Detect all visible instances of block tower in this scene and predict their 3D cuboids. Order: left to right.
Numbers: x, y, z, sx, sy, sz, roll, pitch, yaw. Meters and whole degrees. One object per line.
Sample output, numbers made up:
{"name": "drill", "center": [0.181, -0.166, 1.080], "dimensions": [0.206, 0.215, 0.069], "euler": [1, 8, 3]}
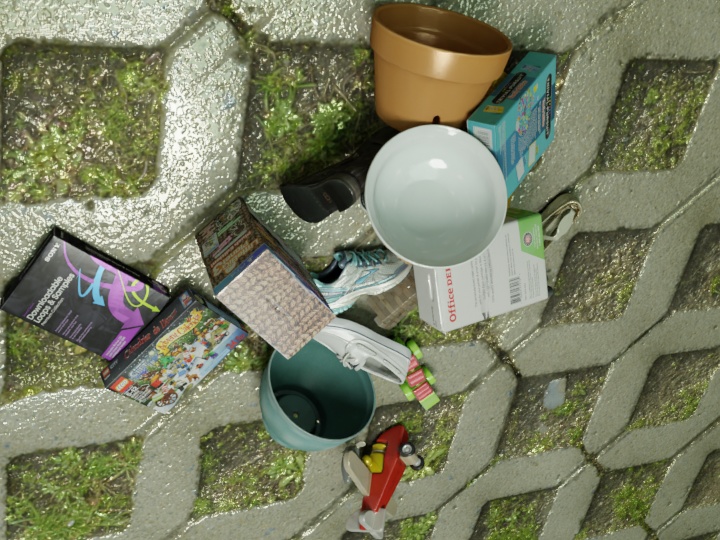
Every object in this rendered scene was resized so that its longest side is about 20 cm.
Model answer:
{"name": "block tower", "center": [0.099, 0.017, 1.239], "dimensions": [0.200, 0.058, 0.054], "euler": [-43, 154, 9]}

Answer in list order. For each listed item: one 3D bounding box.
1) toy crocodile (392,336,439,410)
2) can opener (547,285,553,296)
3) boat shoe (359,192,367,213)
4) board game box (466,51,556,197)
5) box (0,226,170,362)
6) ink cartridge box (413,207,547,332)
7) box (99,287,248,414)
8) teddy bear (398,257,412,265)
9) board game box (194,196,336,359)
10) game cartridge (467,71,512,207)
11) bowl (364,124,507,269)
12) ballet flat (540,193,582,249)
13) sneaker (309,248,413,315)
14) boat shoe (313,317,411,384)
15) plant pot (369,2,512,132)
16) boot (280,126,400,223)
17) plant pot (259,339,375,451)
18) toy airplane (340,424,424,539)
{"name": "toy crocodile", "center": [0.100, 0.197, 1.350], "dimensions": [0.067, 0.062, 0.200], "euler": [-31, 124, -4]}
{"name": "can opener", "center": [0.276, 0.044, 1.323], "dimensions": [0.199, 0.054, 0.067], "euler": [-6, 159, -43]}
{"name": "boat shoe", "center": [0.072, -0.172, 1.130], "dimensions": [0.076, 0.060, 0.200], "euler": [40, 89, 8]}
{"name": "board game box", "center": [0.232, -0.212, 1.076], "dimensions": [0.200, 0.047, 0.151], "euler": [-49, 144, -32]}
{"name": "box", "center": [-0.412, 0.043, 1.078], "dimensions": [0.200, 0.036, 0.143], "euler": [34, 101, -31]}
{"name": "ink cartridge box", "center": [0.188, -0.004, 1.129], "dimensions": [0.199, 0.084, 0.146], "euler": [-15, 108, -20]}
{"name": "box", "center": [-0.297, 0.134, 1.150], "dimensions": [0.200, 0.038, 0.137], "euler": [-44, 140, 4]}
{"name": "teddy bear", "center": [0.121, -0.096, 1.180], "dimensions": [0.144, 0.067, 0.201], "euler": [17, 84, -14]}
{"name": "board game box", "center": [-0.146, 0.007, 1.068], "dimensions": [0.097, 0.200, 0.159], "euler": [-41, 123, 3]}
{"name": "game cartridge", "center": [0.216, -0.199, 1.135], "dimensions": [0.176, 0.032, 0.201], "euler": [11, 94, -56]}
{"name": "bowl", "center": [0.099, -0.095, 1.008], "dimensions": [0.200, 0.090, 0.202], "euler": [1, 81, -6]}
{"name": "ballet flat", "center": [0.329, -0.060, 1.305], "dimensions": [0.200, 0.070, 0.069], "euler": [-47, 123, 7]}
{"name": "sneaker", "center": [0.000, 0.000, 1.199], "dimensions": [0.199, 0.078, 0.087], "euler": [-30, 120, -5]}
{"name": "boat shoe", "center": [-0.003, 0.137, 1.215], "dimensions": [0.199, 0.066, 0.074], "euler": [21, 147, -13]}
{"name": "plant pot", "center": [0.103, -0.282, 1.027], "dimensions": [0.199, 0.200, 0.141], "euler": [-3, 128, -21]}
{"name": "boot", "center": [-0.014, -0.155, 1.093], "dimensions": [0.174, 0.199, 0.069], "euler": [-48, 117, -31]}
{"name": "plant pot", "center": [-0.093, 0.227, 1.228], "dimensions": [0.199, 0.201, 0.134], "euler": [13, 138, -27]}
{"name": "toy airplane", "center": [0.020, 0.414, 1.387], "dimensions": [0.199, 0.141, 0.201], "euler": [-12, 111, -53]}
